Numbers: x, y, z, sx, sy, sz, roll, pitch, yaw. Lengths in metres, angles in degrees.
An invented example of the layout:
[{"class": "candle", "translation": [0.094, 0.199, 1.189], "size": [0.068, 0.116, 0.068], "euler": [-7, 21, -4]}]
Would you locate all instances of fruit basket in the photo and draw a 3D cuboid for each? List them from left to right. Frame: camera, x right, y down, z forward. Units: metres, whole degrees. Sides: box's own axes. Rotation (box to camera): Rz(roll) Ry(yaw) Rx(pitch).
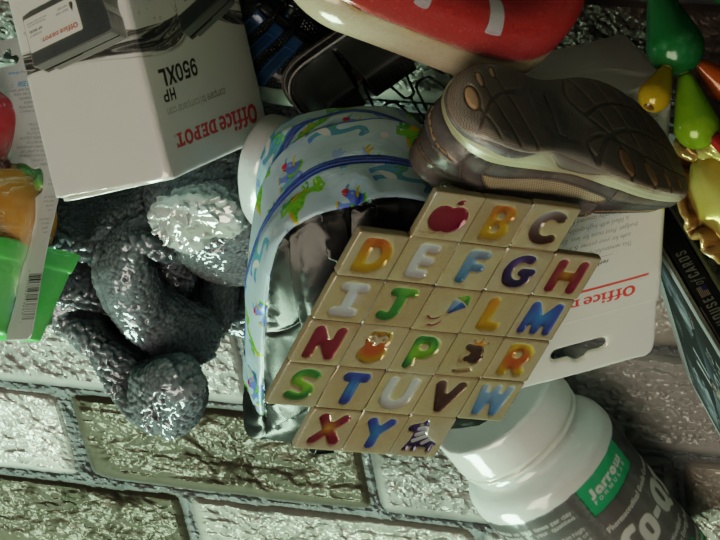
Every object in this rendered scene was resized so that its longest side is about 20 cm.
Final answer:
[{"class": "fruit basket", "translation": [-0.236, -0.052, 1.804], "size": [0.094, 0.201, 0.185], "euler": [21, 166, -36]}]

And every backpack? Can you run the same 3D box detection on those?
[{"class": "backpack", "translation": [0.000, 0.000, 1.650], "size": [0.163, 0.154, 0.200], "euler": [-5, 149, 2]}]

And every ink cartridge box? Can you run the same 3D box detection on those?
[{"class": "ink cartridge box", "translation": [-0.138, -0.155, 1.661], "size": [0.084, 0.145, 0.201], "euler": [-9, 99, 25]}, {"class": "ink cartridge box", "translation": [0.123, -0.033, 1.711], "size": [0.117, 0.067, 0.200], "euler": [-14, 126, -19]}]

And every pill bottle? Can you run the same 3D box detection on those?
[{"class": "pill bottle", "translation": [0.146, 0.158, 1.926], "size": [0.113, 0.113, 0.200], "euler": [-20, 122, 36]}]

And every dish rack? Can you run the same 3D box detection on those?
[{"class": "dish rack", "translation": [0.060, -0.085, 1.724], "size": [0.153, 0.055, 0.200], "euler": [-34, 129, 0]}]

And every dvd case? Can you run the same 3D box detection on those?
[{"class": "dvd case", "translation": [0.229, 0.063, 1.752], "size": [0.025, 0.200, 0.151], "euler": [-21, 127, 0]}]

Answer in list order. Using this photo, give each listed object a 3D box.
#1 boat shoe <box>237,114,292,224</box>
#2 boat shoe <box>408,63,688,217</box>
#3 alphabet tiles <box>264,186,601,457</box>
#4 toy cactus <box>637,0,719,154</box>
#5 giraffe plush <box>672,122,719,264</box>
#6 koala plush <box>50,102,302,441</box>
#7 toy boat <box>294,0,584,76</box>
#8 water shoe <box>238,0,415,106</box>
[{"class": "boat shoe", "translation": [-0.019, -0.029, 1.749], "size": [0.057, 0.069, 0.200], "euler": [17, 156, 28]}, {"class": "boat shoe", "translation": [0.106, -0.067, 1.600], "size": [0.200, 0.075, 0.073], "euler": [15, 141, -41]}, {"class": "alphabet tiles", "translation": [0.042, 0.033, 1.608], "size": [0.166, 0.006, 0.200], "euler": [7, 128, -31]}, {"class": "toy cactus", "translation": [0.187, -0.169, 1.597], "size": [0.165, 0.102, 0.201], "euler": [23, 119, 34]}, {"class": "giraffe plush", "translation": [0.267, -0.033, 1.680], "size": [0.162, 0.200, 0.173], "euler": [46, 141, 18]}, {"class": "koala plush", "translation": [-0.107, -0.029, 1.813], "size": [0.184, 0.177, 0.200], "euler": [44, 138, -1]}, {"class": "toy boat", "translation": [0.049, -0.195, 1.559], "size": [0.200, 0.131, 0.131], "euler": [16, 127, -36]}, {"class": "water shoe", "translation": [-0.064, -0.154, 1.742], "size": [0.199, 0.072, 0.079], "euler": [6, 130, 15]}]
